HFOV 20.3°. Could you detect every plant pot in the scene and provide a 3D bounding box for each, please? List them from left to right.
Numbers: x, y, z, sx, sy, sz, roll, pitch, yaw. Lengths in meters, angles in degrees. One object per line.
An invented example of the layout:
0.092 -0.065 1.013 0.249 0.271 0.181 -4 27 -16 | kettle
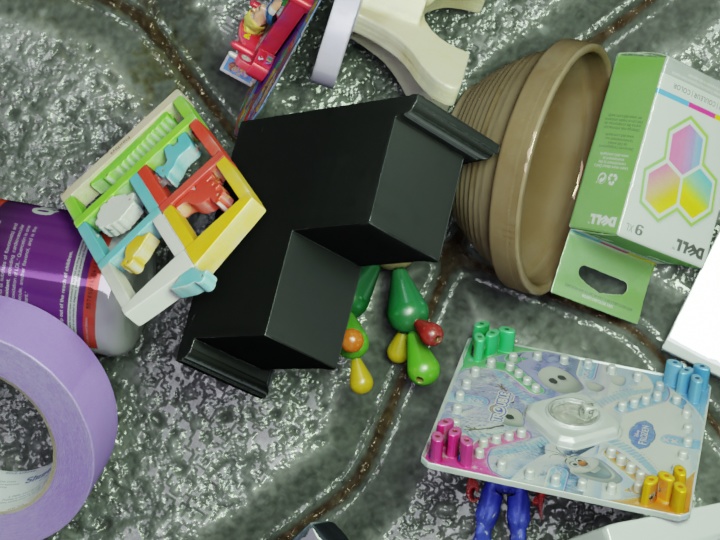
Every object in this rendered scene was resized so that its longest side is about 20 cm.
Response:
0.122 -0.088 1.570 0.093 0.201 0.201 15 86 23 | plant pot

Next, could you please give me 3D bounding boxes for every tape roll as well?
-0.299 0.121 1.606 0.200 0.066 0.200 5 117 9 | tape roll

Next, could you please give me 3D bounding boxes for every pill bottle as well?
-0.274 0.001 1.640 0.200 0.112 0.113 10 85 7 | pill bottle

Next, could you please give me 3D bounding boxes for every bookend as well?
-0.018 -0.014 1.487 0.200 0.092 0.199 -5 65 46 | bookend

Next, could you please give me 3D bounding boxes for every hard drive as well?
0.360 0.048 1.607 0.200 0.027 0.132 26 88 8 | hard drive

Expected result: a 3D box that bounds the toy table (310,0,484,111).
0.038 -0.210 1.605 0.117 0.184 0.200 18 54 -2 | toy table

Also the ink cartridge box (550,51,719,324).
0.230 -0.062 1.590 0.059 0.104 0.200 12 84 52 | ink cartridge box

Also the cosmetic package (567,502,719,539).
0.262 0.280 1.502 0.199 0.123 0.200 -7 76 -24 | cosmetic package

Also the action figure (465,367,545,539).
0.117 0.177 1.612 0.065 0.052 0.200 6 82 10 | action figure

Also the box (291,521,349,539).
-0.038 0.335 1.578 0.197 0.117 0.200 -43 80 1 | box

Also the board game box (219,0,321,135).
-0.068 -0.204 1.602 0.039 0.158 0.200 27 100 -11 | board game box

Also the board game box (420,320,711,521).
0.163 0.109 1.538 0.200 0.200 0.026 11 119 9 | board game box

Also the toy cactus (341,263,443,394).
0.000 0.000 1.628 0.200 0.102 0.165 36 79 19 | toy cactus

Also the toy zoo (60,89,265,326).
-0.149 -0.043 1.533 0.131 0.020 0.200 -42 42 5 | toy zoo
